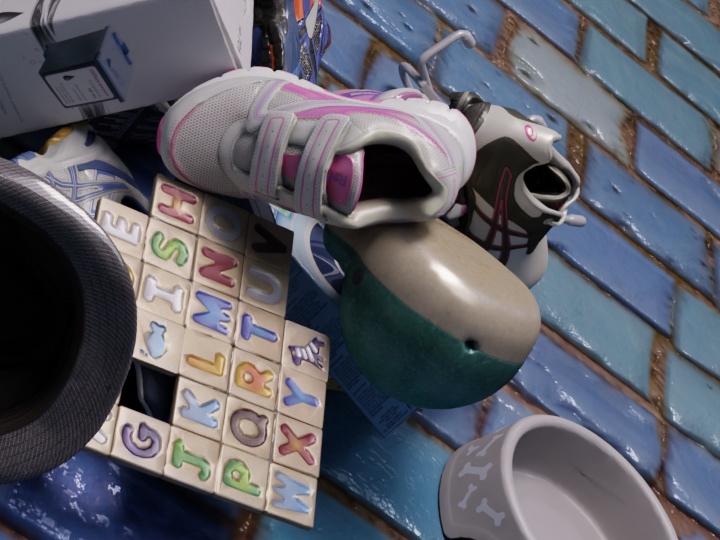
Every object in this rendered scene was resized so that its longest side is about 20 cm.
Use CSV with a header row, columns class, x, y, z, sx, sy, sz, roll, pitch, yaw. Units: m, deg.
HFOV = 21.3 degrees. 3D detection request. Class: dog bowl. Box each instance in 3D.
class,x,y,z,sx,sy,sz,roll,pitch,yaw
dog bowl,0.149,0.190,1.357,0.200,0.059,0.201,31,34,-24

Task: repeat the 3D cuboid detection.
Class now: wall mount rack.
class,x,y,z,sx,sy,sz,roll,pitch,yaw
wall mount rack,0.115,-0.105,1.618,0.200,0.074,0.174,54,-5,34

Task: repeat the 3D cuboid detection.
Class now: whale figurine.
class,x,y,z,sx,sy,sz,roll,pitch,yaw
whale figurine,0.033,0.017,1.241,0.159,0.104,0.200,27,13,-27

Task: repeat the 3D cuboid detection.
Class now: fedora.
class,x,y,z,sx,sy,sz,roll,pitch,yaw
fedora,-0.222,0.018,1.047,0.199,0.178,0.090,17,8,-9

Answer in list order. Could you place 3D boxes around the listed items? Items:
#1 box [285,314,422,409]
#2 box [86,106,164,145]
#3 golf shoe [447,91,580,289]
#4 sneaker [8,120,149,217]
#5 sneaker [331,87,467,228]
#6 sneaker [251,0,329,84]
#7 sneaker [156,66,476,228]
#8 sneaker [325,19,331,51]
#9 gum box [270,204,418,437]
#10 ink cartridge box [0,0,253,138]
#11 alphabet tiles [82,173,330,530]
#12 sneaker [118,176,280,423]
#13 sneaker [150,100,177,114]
class,x,y,z,sx,sy,sz,roll,pitch,yaw
box,-0.020,0.055,1.325,0.199,0.041,0.039,16,42,-40
box,-0.153,-0.166,1.409,0.200,0.049,0.162,1,51,-49
golf shoe,0.108,-0.039,1.315,0.077,0.088,0.200,-65,152,-23
sneaker,-0.190,-0.027,1.188,0.088,0.075,0.200,45,33,-3
sneaker,0.035,-0.081,1.353,0.088,0.081,0.200,14,-8,36
sneaker,-0.059,-0.196,1.400,0.078,0.075,0.201,15,81,-60
sneaker,-0.026,-0.072,1.168,0.199,0.082,0.088,3,20,-1
sneaker,-0.089,-0.244,1.443,0.200,0.090,0.075,38,31,-11
gum box,0.000,0.000,1.331,0.200,0.045,0.170,49,32,4
ink cartridge box,-0.177,-0.172,1.242,0.147,0.199,0.086,-92,165,-47
alphabet tiles,-0.091,0.040,1.142,0.167,0.008,0.201,23,52,-24
sneaker,-0.121,0.012,1.190,0.146,0.077,0.203,6,67,-45
sneaker,-0.120,-0.180,1.339,0.077,0.085,0.201,9,49,-43
